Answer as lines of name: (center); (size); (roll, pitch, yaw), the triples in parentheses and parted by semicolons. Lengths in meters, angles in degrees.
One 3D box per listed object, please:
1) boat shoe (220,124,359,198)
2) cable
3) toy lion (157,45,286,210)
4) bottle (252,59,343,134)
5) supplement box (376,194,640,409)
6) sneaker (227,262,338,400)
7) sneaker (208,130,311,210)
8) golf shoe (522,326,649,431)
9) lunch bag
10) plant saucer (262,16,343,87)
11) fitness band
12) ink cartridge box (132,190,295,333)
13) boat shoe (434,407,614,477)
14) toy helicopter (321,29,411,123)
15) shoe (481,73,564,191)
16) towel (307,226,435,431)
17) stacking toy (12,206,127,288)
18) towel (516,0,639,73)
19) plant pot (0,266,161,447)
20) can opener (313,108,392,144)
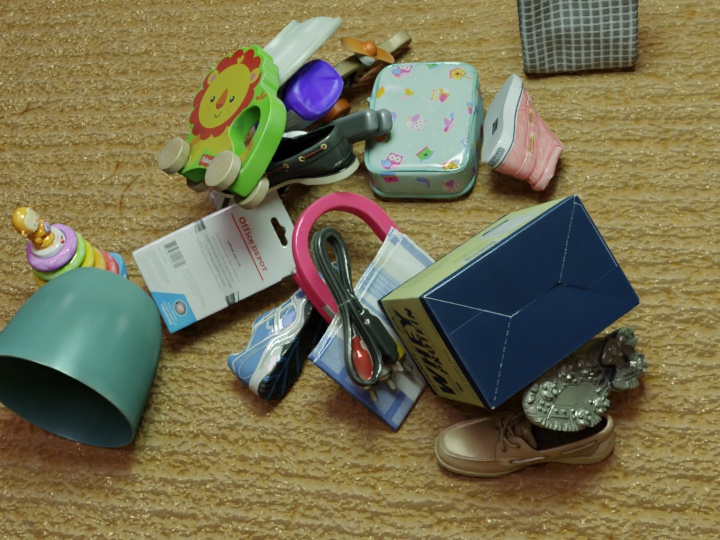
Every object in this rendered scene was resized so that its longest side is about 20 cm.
boat shoe: (-0.099, -0.136, 1.202); (0.200, 0.063, 0.074); (-8, 35, 31)
cable: (-0.015, 0.054, 1.091); (0.097, 0.050, 0.201); (-36, 94, -42)
toy lion: (-0.155, -0.185, 1.190); (0.200, 0.069, 0.193); (21, 82, 50)
bottle: (-0.095, -0.223, 1.333); (0.065, 0.200, 0.084); (42, 66, -14)
supplement box: (0.152, 0.034, 1.060); (0.199, 0.200, 0.135); (-33, 94, -12)
sneaker: (-0.088, 0.063, 1.206); (0.077, 0.076, 0.200); (23, 62, 29)
sneaker: (-0.119, -0.113, 1.305); (0.200, 0.073, 0.080); (-36, 60, 32)
golf shoe: (0.224, 0.125, 1.048); (0.199, 0.097, 0.079); (-17, 89, -42)
lunch bag: (0.084, -0.194, 1.328); (0.159, 0.077, 0.201); (-1, 57, 16)
plant saucer: (-0.110, -0.280, 1.299); (0.050, 0.200, 0.200); (46, 73, -12)
fitness band: (0.000, 0.000, 1.182); (0.144, 0.037, 0.200); (-41, 96, -26)
ink cartridge box: (-0.177, -0.016, 1.253); (0.199, 0.068, 0.117); (-25, 96, -3)
boat shoe: (0.178, 0.179, 1.069); (0.199, 0.065, 0.072); (-8, 57, 9)
toy helicopter: (0.005, -0.302, 1.398); (0.200, 0.132, 0.079); (-38, 85, -31)
shoe: (0.218, -0.183, 1.297); (0.091, 0.072, 0.201); (28, 39, -10)
towel: (0.040, 0.067, 1.152); (0.201, 0.147, 0.024); (-57, 19, -21)
stacking toy: (-0.393, -0.019, 1.261); (0.109, 0.200, 0.117); (-6, 56, 11)
towel: (0.291, -0.351, 1.301); (0.164, 0.200, 0.086); (-1, 58, 15)
plant pot: (-0.335, 0.095, 1.183); (0.199, 0.201, 0.162); (7, 53, 19)
can opener: (-0.035, -0.172, 1.318); (0.199, 0.052, 0.067); (-16, 85, 47)
